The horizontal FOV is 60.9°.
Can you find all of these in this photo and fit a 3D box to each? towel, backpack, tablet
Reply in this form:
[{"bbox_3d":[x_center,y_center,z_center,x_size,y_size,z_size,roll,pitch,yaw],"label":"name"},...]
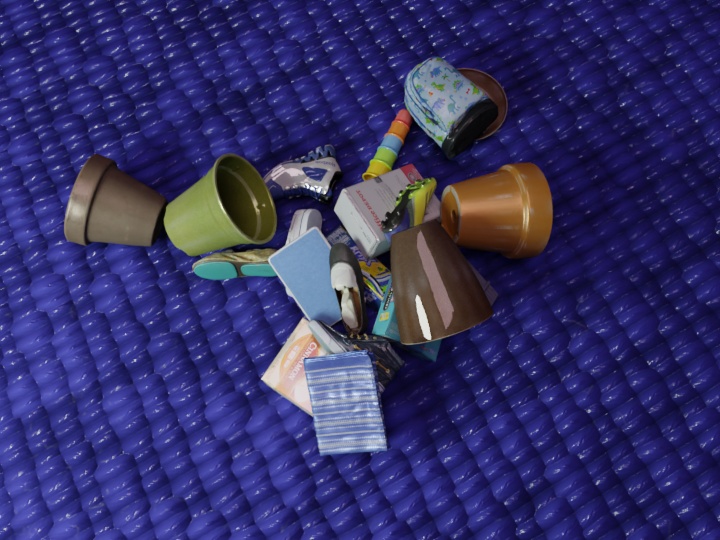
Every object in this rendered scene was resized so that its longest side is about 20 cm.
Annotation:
[{"bbox_3d":[-0.029,0.256,1.174,0.143,0.024,0.202,-8,96,15],"label":"towel"},{"bbox_3d":[0.190,-0.386,1.397,0.163,0.154,0.200,-40,62,-4],"label":"backpack"},{"bbox_3d":[-0.091,0.021,1.306,0.130,0.014,0.201,-33,102,5],"label":"tablet"}]

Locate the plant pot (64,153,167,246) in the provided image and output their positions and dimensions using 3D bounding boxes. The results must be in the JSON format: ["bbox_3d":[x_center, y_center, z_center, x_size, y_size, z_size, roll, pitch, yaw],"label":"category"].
[{"bbox_3d":[-0.526,-0.134,1.346,0.173,0.200,0.202,18,72,-10],"label":"plant pot"}]

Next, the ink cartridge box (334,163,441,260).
[{"bbox_3d":[0.064,-0.130,1.339,0.199,0.085,0.146,-24,71,-31],"label":"ink cartridge box"}]

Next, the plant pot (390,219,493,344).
[{"bbox_3d":[0.133,0.012,1.163,0.185,0.187,0.202,-19,93,-5],"label":"plant pot"}]

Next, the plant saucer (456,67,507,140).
[{"bbox_3d":[0.253,-0.394,1.478,0.198,0.037,0.202,0,73,1],"label":"plant saucer"}]

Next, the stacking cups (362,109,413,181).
[{"bbox_3d":[0.075,-0.288,1.439,0.060,0.061,0.201,25,72,9],"label":"stacking cups"}]

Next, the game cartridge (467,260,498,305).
[{"bbox_3d":[0.208,0.000,1.291,0.038,0.130,0.200,-42,86,22],"label":"game cartridge"}]

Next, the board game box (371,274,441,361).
[{"bbox_3d":[0.120,0.068,1.282,0.150,0.047,0.202,30,69,-32],"label":"board game box"}]

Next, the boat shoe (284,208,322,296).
[{"bbox_3d":[-0.138,-0.039,1.363,0.065,0.073,0.202,6,75,36],"label":"boat shoe"}]

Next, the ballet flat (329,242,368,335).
[{"bbox_3d":[-0.024,0.043,1.268,0.067,0.068,0.202,-12,103,17],"label":"ballet flat"}]

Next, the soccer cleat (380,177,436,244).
[{"bbox_3d":[0.109,-0.120,1.275,0.084,0.064,0.201,56,49,-24],"label":"soccer cleat"}]

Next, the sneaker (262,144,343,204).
[{"bbox_3d":[-0.121,-0.198,1.400,0.198,0.081,0.116,-29,71,-9],"label":"sneaker"}]

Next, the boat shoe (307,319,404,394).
[{"bbox_3d":[-0.008,0.150,1.220,0.200,0.071,0.091,43,74,6],"label":"boat shoe"}]

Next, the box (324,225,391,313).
[{"bbox_3d":[0.000,0.000,1.332,0.200,0.070,0.064,43,62,14],"label":"box"}]

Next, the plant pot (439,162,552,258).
[{"bbox_3d":[0.272,-0.120,1.286,0.181,0.200,0.202,-5,71,-12],"label":"plant pot"}]

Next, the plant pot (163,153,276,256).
[{"bbox_3d":[-0.313,-0.121,1.318,0.183,0.200,0.202,-21,70,24],"label":"plant pot"}]

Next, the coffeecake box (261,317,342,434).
[{"bbox_3d":[-0.078,0.221,1.267,0.199,0.073,0.154,32,74,10],"label":"coffeecake box"}]

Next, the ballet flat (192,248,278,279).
[{"bbox_3d":[-0.269,-0.019,1.360,0.198,0.071,0.071,-2,72,2],"label":"ballet flat"}]
